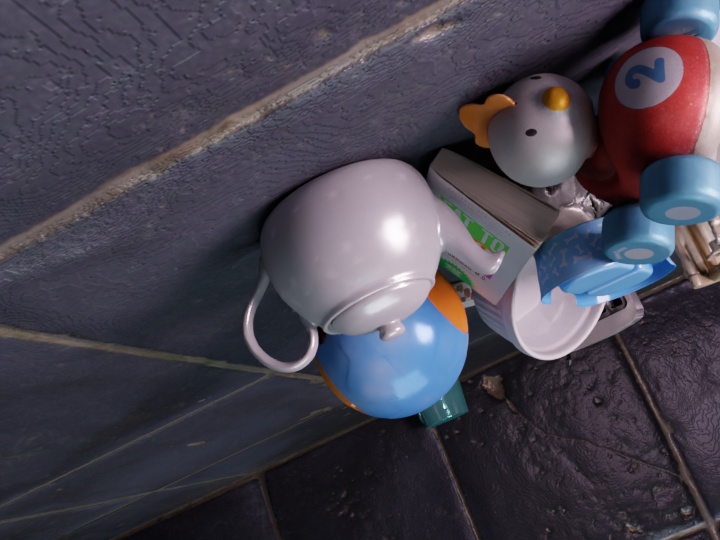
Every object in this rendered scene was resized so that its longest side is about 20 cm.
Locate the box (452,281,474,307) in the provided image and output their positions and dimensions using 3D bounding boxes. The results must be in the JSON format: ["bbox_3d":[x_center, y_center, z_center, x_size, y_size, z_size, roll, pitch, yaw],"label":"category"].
[{"bbox_3d":[0.194,0.042,1.258,0.197,0.039,0.041,-11,161,-37],"label":"box"}]

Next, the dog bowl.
[{"bbox_3d":[0.251,-0.008,0.727,0.110,0.051,0.198,-30,159,33],"label":"dog bowl"}]

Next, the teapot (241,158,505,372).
[{"bbox_3d":[0.000,0.000,0.682,0.194,0.149,0.200,-10,160,-37],"label":"teapot"}]

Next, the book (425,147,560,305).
[{"bbox_3d":[0.122,-0.042,0.761,0.048,0.132,0.201,-52,169,-16],"label":"book"}]

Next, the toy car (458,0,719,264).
[{"bbox_3d":[0.182,-0.125,0.591,0.195,0.189,0.177,6,162,2],"label":"toy car"}]

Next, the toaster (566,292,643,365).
[{"bbox_3d":[0.427,0.057,1.344,0.179,0.204,0.118,-30,167,25],"label":"toaster"}]

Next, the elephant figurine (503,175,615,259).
[{"bbox_3d":[0.210,-0.085,0.780,0.196,0.159,0.141,0,-174,-32],"label":"elephant figurine"}]

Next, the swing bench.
[{"bbox_3d":[0.421,-0.102,0.845,0.127,0.203,0.201,-20,163,-8],"label":"swing bench"}]

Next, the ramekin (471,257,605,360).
[{"bbox_3d":[0.245,0.012,0.973,0.196,0.205,0.104,-13,-159,-30],"label":"ramekin"}]

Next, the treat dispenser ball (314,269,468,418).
[{"bbox_3d":[0.036,0.080,0.876,0.197,0.205,0.201,-21,164,-6],"label":"treat dispenser ball"}]

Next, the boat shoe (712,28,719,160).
[{"bbox_3d":[0.320,-0.163,0.698,0.072,0.065,0.202,-39,136,-18],"label":"boat shoe"}]

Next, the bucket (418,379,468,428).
[{"bbox_3d":[0.300,0.496,2.623,0.203,0.137,0.208,-20,162,-6],"label":"bucket"}]
